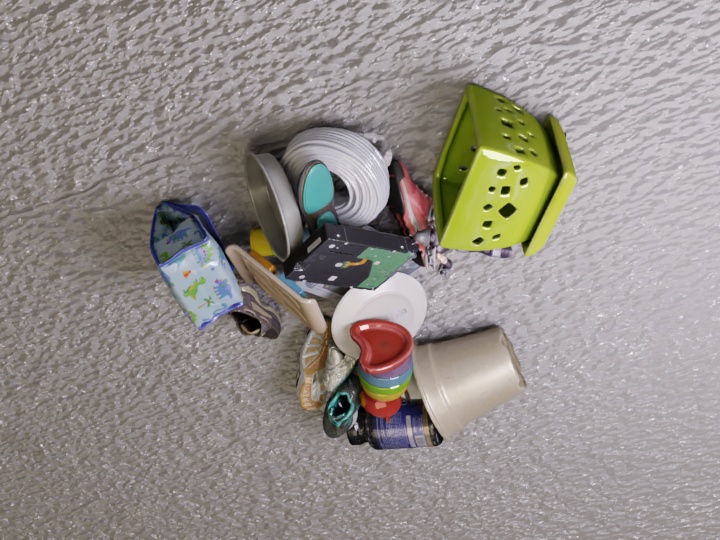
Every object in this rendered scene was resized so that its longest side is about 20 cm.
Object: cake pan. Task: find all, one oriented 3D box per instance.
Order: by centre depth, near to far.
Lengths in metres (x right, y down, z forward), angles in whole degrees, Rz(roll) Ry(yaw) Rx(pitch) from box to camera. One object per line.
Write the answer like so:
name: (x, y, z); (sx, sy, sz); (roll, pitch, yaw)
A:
cake pan: (-0.150, -0.115, 1.537); (0.036, 0.201, 0.202); (-20, 130, -17)

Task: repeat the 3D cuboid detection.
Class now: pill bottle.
pill bottle: (0.073, 0.324, 1.884); (0.197, 0.113, 0.113); (-6, 127, 14)

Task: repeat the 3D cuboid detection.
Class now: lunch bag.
lunch bag: (-0.311, -0.021, 1.633); (0.126, 0.200, 0.171); (-30, 126, -10)

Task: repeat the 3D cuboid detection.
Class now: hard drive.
hard drive: (-0.016, -0.021, 1.516); (0.198, 0.038, 0.140); (8, 146, -36)

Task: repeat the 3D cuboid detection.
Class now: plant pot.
plant pot: (0.232, -0.152, 1.426); (0.179, 0.200, 0.202); (12, 129, -9)
plant pot: (0.219, 0.206, 1.728); (0.182, 0.201, 0.202); (-23, 122, 13)

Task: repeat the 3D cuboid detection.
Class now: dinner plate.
dinner plate: (0.040, 0.093, 1.686); (0.198, 0.024, 0.202); (-13, 127, -18)

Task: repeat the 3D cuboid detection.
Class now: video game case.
video game case: (0.000, 0.000, 1.645); (0.199, 0.024, 0.181); (-34, 143, 30)

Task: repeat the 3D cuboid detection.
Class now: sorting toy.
sorting toy: (-0.151, 0.032, 1.651); (0.199, 0.037, 0.185); (33, 166, 17)

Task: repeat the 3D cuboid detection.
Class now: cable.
cable: (-0.046, -0.154, 1.533); (0.197, 0.070, 0.202); (12, 134, 12)

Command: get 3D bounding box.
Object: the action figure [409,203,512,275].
action figure: (0.174, -0.054, 1.546); (0.197, 0.069, 0.132); (2, 105, -22)

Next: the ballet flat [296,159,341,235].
ballet flat: (-0.077, -0.112, 1.491); (0.072, 0.074, 0.201); (-3, 136, 12)

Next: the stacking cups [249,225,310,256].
stacking cups: (-0.105, -0.057, 1.633); (0.197, 0.061, 0.061); (-3, 128, 18)

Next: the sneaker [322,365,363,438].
sneaker: (-0.043, 0.281, 1.800); (0.077, 0.091, 0.201); (35, 129, 13)

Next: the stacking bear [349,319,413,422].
stacking bear: (0.042, 0.203, 1.682); (0.112, 0.122, 0.202); (-10, 135, -11)

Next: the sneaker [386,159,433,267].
sneaker: (0.102, -0.111, 1.570); (0.086, 0.074, 0.202); (-29, 112, -20)

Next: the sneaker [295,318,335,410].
sneaker: (-0.103, 0.184, 1.830); (0.075, 0.088, 0.203); (6, 109, -22)

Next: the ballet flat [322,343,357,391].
ballet flat: (-0.026, 0.146, 1.755); (0.071, 0.072, 0.201); (34, 101, -18)

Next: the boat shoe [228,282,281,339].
boat shoe: (-0.218, 0.097, 1.749); (0.074, 0.074, 0.200); (-6, 149, 21)

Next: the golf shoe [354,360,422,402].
golf shoe: (0.071, 0.200, 1.808); (0.198, 0.078, 0.095); (24, 128, -11)
